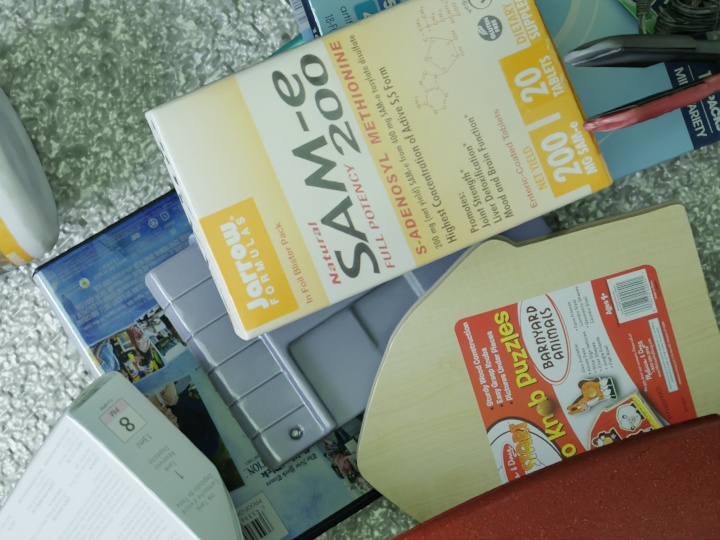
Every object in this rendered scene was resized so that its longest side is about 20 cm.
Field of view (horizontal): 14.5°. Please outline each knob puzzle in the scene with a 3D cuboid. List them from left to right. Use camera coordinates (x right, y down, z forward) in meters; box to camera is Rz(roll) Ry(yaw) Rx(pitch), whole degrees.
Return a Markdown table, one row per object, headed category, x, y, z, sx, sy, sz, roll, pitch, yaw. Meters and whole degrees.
| category | x | y | z | sx | sy | sz | roll | pitch | yaw |
| --- | --- | --- | --- | --- | --- | --- | --- | --- | --- |
| knob puzzle | 0.094 | 0.069 | 1.479 | 0.220 | 0.030 | 0.220 | -1 | 110 | -2 |

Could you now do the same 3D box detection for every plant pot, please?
| category | x | y | z | sx | sy | sz | roll | pitch | yaw |
| --- | --- | --- | --- | --- | --- | --- | --- | --- | --- |
| plant pot | 0.152 | 0.190 | 1.386 | 0.176 | 0.200 | 0.200 | -35 | 63 | -6 |

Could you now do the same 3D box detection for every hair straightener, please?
| category | x | y | z | sx | sy | sz | roll | pitch | yaw |
| --- | --- | --- | --- | --- | --- | --- | --- | --- | --- |
| hair straightener | 0.168 | -0.123 | 1.442 | 0.041 | 0.200 | 0.077 | -16 | 92 | 42 |

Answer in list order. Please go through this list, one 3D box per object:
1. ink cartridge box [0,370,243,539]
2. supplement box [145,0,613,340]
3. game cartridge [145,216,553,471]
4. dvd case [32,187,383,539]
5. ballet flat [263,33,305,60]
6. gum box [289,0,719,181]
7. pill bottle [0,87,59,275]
| category | x | y | z | sx | sy | sz | roll | pitch | yaw |
| --- | --- | --- | --- | --- | --- | --- | --- | --- | --- |
| ink cartridge box | -0.097 | 0.166 | 1.480 | 0.200 | 0.163 | 0.057 | 41 | 52 | 2 |
| supplement box | 0.007 | -0.060 | 1.409 | 0.200 | 0.074 | 0.126 | -24 | 94 | -6 |
| game cartridge | 0.000 | 0.000 | 1.503 | 0.200 | 0.038 | 0.130 | -33 | 90 | -16 |
| dvd case | -0.063 | 0.050 | 1.505 | 0.143 | 0.018 | 0.200 | -31 | 84 | -17 |
| ballet flat | -0.001 | -0.119 | 1.525 | 0.200 | 0.069 | 0.069 | -41 | 85 | 0 |
| gum box | 0.079 | -0.117 | 1.486 | 0.200 | 0.045 | 0.170 | -21 | 94 | -12 |
| pill bottle | -0.273 | -0.024 | 1.520 | 0.200 | 0.116 | 0.116 | -25 | 86 | 5 |
